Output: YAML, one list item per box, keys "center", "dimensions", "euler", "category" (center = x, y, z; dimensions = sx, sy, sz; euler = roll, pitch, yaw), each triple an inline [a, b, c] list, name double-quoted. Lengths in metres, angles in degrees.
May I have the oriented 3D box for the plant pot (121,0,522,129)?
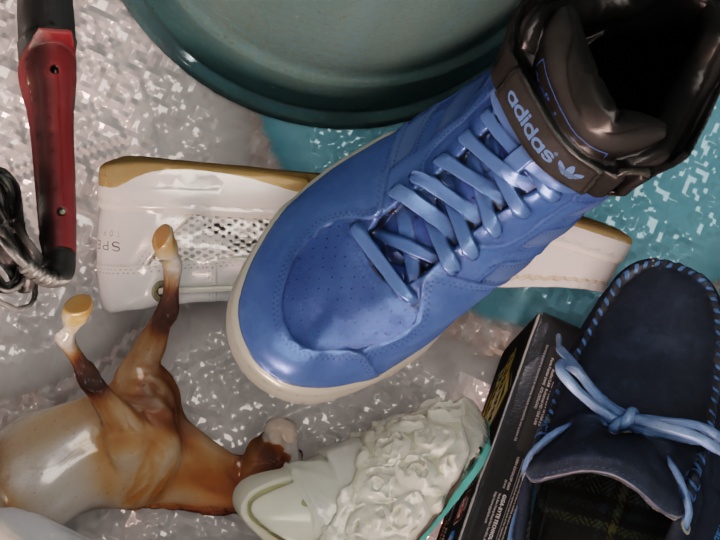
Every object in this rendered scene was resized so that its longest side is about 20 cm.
- center: [0.006, -0.160, 0.876]
  dimensions: [0.199, 0.196, 0.201]
  euler: [0, 87, -8]
  category: "plant pot"

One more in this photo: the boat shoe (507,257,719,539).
- center: [0.093, 0.082, 0.864]
  dimensions: [0.084, 0.069, 0.201]
  euler: [6, 64, 12]
  category: "boat shoe"

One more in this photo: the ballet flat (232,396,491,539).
- center: [-0.034, 0.116, 0.904]
  dimensions: [0.072, 0.072, 0.200]
  euler: [38, 90, -5]
  category: "ballet flat"

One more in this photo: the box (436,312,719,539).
- center: [0.100, 0.136, 0.920]
  dimensions: [0.158, 0.046, 0.201]
  euler: [24, 65, -6]
  category: "box"

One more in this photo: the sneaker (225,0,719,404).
- center: [0.043, -0.035, 0.844]
  dimensions: [0.199, 0.111, 0.077]
  euler: [-32, 82, -19]
  category: "sneaker"

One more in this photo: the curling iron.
- center: [-0.117, -0.076, 0.893]
  dimensions: [0.049, 0.025, 0.201]
  euler: [32, 45, -38]
  category: "curling iron"

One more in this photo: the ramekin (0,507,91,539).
- center: [-0.130, 0.170, 0.822]
  dimensions: [0.203, 0.202, 0.094]
  euler: [-52, 127, -8]
  category: "ramekin"

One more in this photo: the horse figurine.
- center: [-0.120, 0.064, 0.900]
  dimensions: [0.199, 0.133, 0.050]
  euler: [-22, 46, -10]
  category: "horse figurine"

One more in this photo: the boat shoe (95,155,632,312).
- center: [0.000, 0.000, 0.934]
  dimensions: [0.199, 0.071, 0.070]
  euler: [5, 93, -4]
  category: "boat shoe"
